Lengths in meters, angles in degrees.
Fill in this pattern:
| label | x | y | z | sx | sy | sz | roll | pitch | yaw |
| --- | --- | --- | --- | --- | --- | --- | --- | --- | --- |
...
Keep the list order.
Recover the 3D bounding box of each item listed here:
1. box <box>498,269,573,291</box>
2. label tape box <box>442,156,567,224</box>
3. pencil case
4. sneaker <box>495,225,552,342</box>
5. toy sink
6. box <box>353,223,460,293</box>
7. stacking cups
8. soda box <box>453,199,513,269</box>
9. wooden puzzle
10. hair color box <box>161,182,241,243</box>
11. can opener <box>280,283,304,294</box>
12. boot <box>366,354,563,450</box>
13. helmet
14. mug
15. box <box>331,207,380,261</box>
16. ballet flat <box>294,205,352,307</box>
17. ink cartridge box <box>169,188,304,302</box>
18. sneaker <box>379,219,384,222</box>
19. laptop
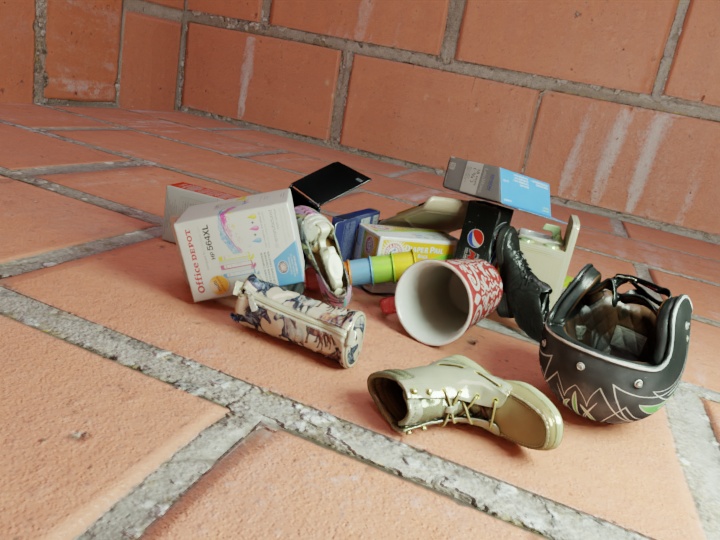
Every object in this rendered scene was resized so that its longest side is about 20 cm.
| label | x | y | z | sx | sy | sz | roll | pitch | yaw |
| --- | --- | --- | --- | --- | --- | --- | --- | --- | --- |
| box | 0.370 | 0.012 | 1.381 | 0.198 | 0.048 | 0.121 | 21 | 19 | 29 |
| label tape box | 0.270 | -0.150 | 1.114 | 0.143 | 0.064 | 0.199 | 9 | 12 | -36 |
| pencil case | -0.083 | 0.068 | 0.847 | 0.198 | 0.079 | 0.089 | 19 | 0 | 21 |
| sneaker | 0.297 | 0.023 | 1.081 | 0.103 | 0.203 | 0.060 | 5 | 7 | 42 |
| toy sink | 0.347 | -0.017 | 1.198 | 0.111 | 0.203 | 0.130 | 15 | 18 | 12 |
| box | 0.093 | -0.021 | 1.193 | 0.197 | 0.114 | 0.101 | 2 | 17 | -26 |
| stacking cups | 0.000 | 0.000 | 1.084 | 0.197 | 0.061 | 0.061 | -6 | 18 | 0 |
| soda box | 0.221 | -0.026 | 1.138 | 0.070 | 0.203 | 0.063 | 23 | 18 | 35 |
| wooden puzzle | 0.157 | -0.109 | 1.229 | 0.183 | 0.038 | 0.199 | 3 | -13 | -28 |
| hair color box | -0.279 | -0.094 | 1.181 | 0.197 | 0.112 | 0.064 | 16 | 18 | 11 |
| can opener | -0.132 | 0.027 | 1.028 | 0.066 | 0.054 | 0.200 | -20 | 15 | 9 |
| boot | 0.116 | 0.159 | 0.705 | 0.153 | 0.073 | 0.199 | -1 | 16 | -36 |
| helmet | 0.334 | 0.108 | 0.812 | 0.199 | 0.192 | 0.200 | 31 | -12 | 7 |
| mug | 0.143 | 0.032 | 1.034 | 0.176 | 0.135 | 0.199 | 22 | 17 | 27 |
| box | -0.022 | -0.053 | 1.201 | 0.032 | 0.123 | 0.200 | 17 | 18 | 21 |
| ballet flat | -0.060 | -0.034 | 1.027 | 0.068 | 0.202 | 0.071 | -17 | -16 | -21 |
| ink cartridge box | -0.196 | -0.040 | 0.958 | 0.197 | 0.130 | 0.125 | -11 | 18 | -2 |
| sneaker | 0.081 | -0.085 | 1.446 | 0.110 | 0.078 | 0.200 | 26 | 27 | 14 |
| laptop | -0.083 | -0.121 | 1.258 | 0.102 | 0.203 | 0.177 | 8 | 16 | -29 |
